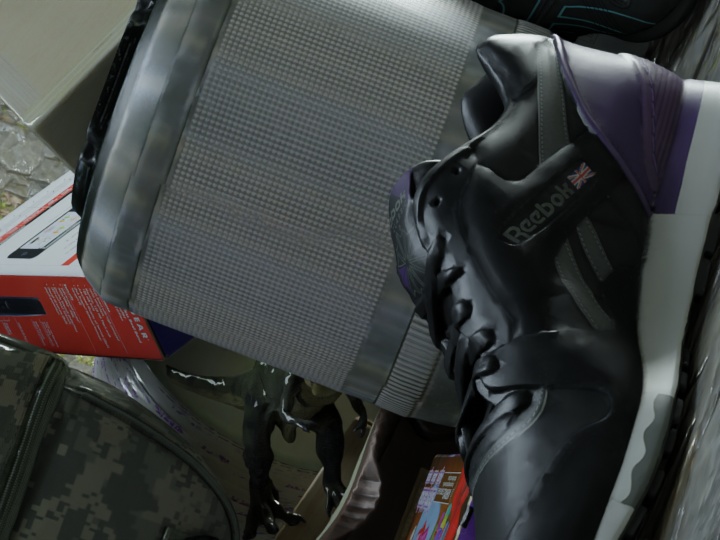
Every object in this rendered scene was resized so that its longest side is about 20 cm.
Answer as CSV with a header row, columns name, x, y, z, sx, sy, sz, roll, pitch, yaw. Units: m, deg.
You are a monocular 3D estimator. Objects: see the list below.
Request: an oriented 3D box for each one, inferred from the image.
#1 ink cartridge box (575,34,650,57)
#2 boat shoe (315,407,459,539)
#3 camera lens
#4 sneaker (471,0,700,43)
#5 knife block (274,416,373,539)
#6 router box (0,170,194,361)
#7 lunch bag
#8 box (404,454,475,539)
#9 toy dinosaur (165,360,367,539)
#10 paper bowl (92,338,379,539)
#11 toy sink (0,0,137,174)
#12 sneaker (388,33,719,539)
name,x,y,z,sx,sy,sz,roll,pitch,yaw
ink cartridge box,0.107,-0.114,1.104,0.200,0.044,0.094,111,178,-50
boat shoe,0.008,0.133,1.006,0.203,0.074,0.075,-59,-9,-20
camera lens,-0.002,-0.036,0.947,0.160,0.199,0.161,-159,90,-90
sneaker,0.074,-0.123,0.954,0.200,0.079,0.076,157,118,-64
knife block,-0.039,0.186,1.137,0.176,0.064,0.201,-48,-14,-40
router box,-0.095,-0.030,1.257,0.200,0.049,0.179,-39,25,-32
lunch bag,-0.145,0.111,1.144,0.200,0.167,0.140,159,130,-81
box,0.024,0.128,0.773,0.200,0.039,0.138,117,173,-85
toy dinosaur,-0.033,0.072,1.089,0.200,0.047,0.089,-19,87,64
paper bowl,-0.036,0.046,1.307,0.201,0.200,0.105,-70,4,-55
toy sink,-0.063,-0.119,1.083,0.200,0.130,0.112,-46,45,-2
sneaker,0.041,0.017,0.653,0.076,0.087,0.201,112,178,-48
